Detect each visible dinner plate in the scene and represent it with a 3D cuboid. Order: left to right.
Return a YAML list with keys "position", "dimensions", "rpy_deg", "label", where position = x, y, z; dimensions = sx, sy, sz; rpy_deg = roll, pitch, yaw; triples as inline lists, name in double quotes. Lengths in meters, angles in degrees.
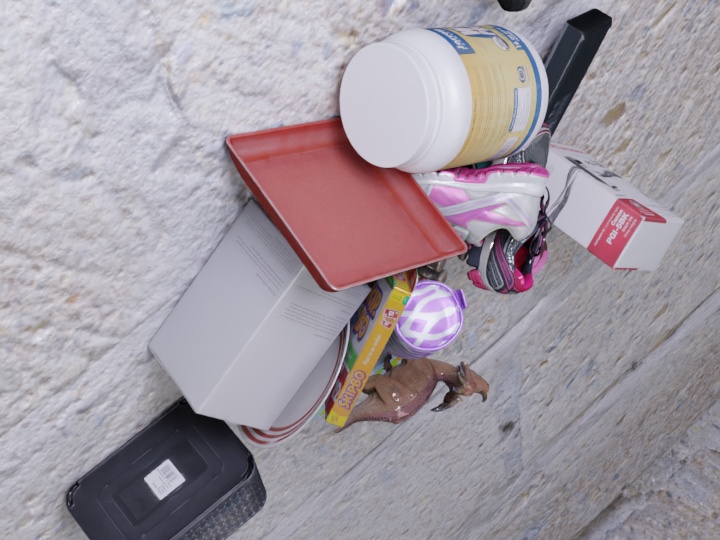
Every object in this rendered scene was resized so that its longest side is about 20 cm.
- position: [-0.073, 0.107, 1.361]
  dimensions: [0.024, 0.201, 0.201]
  rpy_deg: [28, 105, -32]
  label: "dinner plate"

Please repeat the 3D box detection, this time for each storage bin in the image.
- position: [-0.222, 0.262, 1.400]
  dimensions: [0.199, 0.135, 0.094]
  rpy_deg: [-38, 151, -16]
  label: "storage bin"

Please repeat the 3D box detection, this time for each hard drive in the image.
- position: [0.240, -0.222, 1.499]
  dimensions: [0.139, 0.033, 0.202]
  rpy_deg: [-35, 155, -59]
  label: "hard drive"

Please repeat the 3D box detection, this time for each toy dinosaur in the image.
- position: [0.061, 0.151, 1.512]
  dimensions: [0.199, 0.136, 0.086]
  rpy_deg: [-36, 152, -19]
  label: "toy dinosaur"

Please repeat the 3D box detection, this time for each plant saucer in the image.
- position: [-0.017, -0.064, 1.215]
  dimensions: [0.198, 0.201, 0.037]
  rpy_deg: [-16, 150, -43]
  label: "plant saucer"

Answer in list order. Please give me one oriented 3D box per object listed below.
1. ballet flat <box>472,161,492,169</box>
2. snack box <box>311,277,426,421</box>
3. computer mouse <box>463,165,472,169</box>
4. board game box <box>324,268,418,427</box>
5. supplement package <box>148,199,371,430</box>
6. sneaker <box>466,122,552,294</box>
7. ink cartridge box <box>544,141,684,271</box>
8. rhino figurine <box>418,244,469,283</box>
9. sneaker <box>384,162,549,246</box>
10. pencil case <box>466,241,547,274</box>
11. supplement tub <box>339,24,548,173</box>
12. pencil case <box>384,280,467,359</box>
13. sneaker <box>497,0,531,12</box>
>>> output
- position: [0.170, -0.086, 1.473]
  dimensions: [0.069, 0.069, 0.202]
  rpy_deg: [-31, 126, -26]
  label: "ballet flat"
- position: [-0.013, 0.083, 1.536]
  dimensions: [0.198, 0.068, 0.170]
  rpy_deg: [-29, 147, -28]
  label: "snack box"
- position: [0.105, -0.103, 1.506]
  dimensions: [0.200, 0.034, 0.059]
  rpy_deg: [-46, 163, 2]
  label: "computer mouse"
- position: [0.009, 0.062, 1.296]
  dimensions: [0.030, 0.096, 0.202]
  rpy_deg: [22, 117, -15]
  label: "board game box"
- position: [-0.109, 0.051, 1.296]
  dimensions: [0.201, 0.120, 0.121]
  rpy_deg: [-53, 142, 10]
  label: "supplement package"
- position: [0.188, -0.071, 1.388]
  dimensions: [0.080, 0.074, 0.203]
  rpy_deg: [13, 90, -45]
  label: "sneaker"
- position: [0.316, -0.089, 1.635]
  dimensions: [0.146, 0.200, 0.084]
  rpy_deg: [1, 124, -54]
  label: "ink cartridge box"
- position: [0.085, -0.046, 1.400]
  dimensions: [0.200, 0.086, 0.061]
  rpy_deg: [-44, 151, -56]
  label: "rhino figurine"
- position: [0.105, -0.070, 1.313]
  dimensions: [0.081, 0.197, 0.090]
  rpy_deg: [-37, 128, -68]
  label: "sneaker"
- position: [0.180, -0.054, 1.616]
  dimensions: [0.089, 0.095, 0.200]
  rpy_deg: [-7, 164, 24]
  label: "pencil case"
- position: [0.089, -0.180, 1.264]
  dimensions: [0.198, 0.145, 0.146]
  rpy_deg: [-14, 138, -45]
  label: "supplement tub"
- position: [0.065, 0.057, 1.374]
  dimensions: [0.084, 0.085, 0.200]
  rpy_deg: [-16, 178, -6]
  label: "pencil case"
- position: [0.119, -0.324, 1.223]
  dimensions: [0.081, 0.074, 0.200]
  rpy_deg: [-32, 147, 6]
  label: "sneaker"
